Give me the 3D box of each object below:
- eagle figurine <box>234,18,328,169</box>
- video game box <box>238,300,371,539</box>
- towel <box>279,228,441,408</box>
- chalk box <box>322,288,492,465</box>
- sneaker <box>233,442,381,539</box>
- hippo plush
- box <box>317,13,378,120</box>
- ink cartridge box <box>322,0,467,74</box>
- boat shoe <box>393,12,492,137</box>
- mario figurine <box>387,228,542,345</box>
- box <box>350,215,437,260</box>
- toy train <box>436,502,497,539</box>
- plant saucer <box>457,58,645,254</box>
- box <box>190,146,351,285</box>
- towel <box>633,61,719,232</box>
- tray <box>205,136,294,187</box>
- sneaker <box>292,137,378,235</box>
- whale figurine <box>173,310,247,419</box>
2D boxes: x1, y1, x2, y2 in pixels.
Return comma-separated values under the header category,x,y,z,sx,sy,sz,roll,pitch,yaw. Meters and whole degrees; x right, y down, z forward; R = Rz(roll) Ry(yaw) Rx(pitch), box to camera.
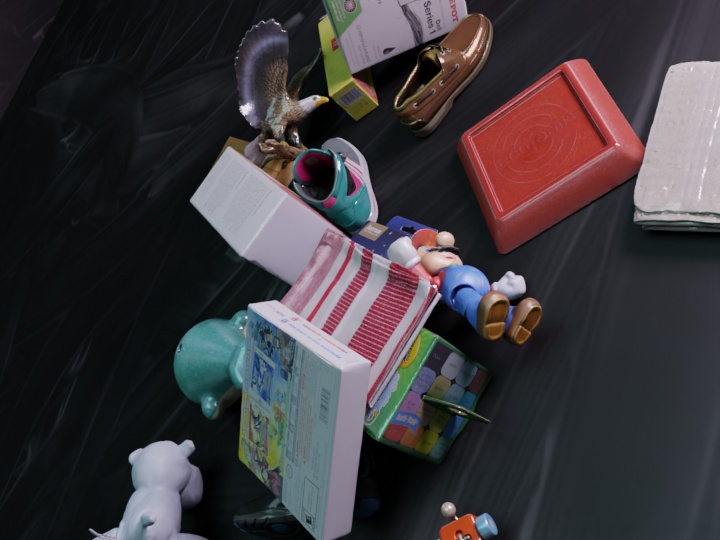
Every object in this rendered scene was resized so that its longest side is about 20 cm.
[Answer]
category,x,y,z,sx,sy,sz,roll,pitch,yaw
eagle figurine,-0.119,-0.268,1.101,0.152,0.150,0.202,128,133,-72
video game box,-0.068,0.157,0.752,0.182,0.047,0.202,25,115,45
towel,-0.015,0.044,0.767,0.200,0.023,0.145,29,87,47
chalk box,0.050,0.125,0.765,0.200,0.125,0.125,30,87,48
sneaker,-0.063,0.268,0.831,0.199,0.073,0.082,-22,44,20
hippo plush,-0.288,0.315,0.922,0.158,0.201,0.162,-17,44,8
box,-0.022,-0.345,1.142,0.050,0.075,0.201,-29,49,26
ink cartridge box,0.048,-0.403,1.016,0.199,0.146,0.085,-22,51,3
boat shoe,0.119,-0.290,0.987,0.072,0.068,0.201,24,82,48
mario figurine,0.110,0.000,0.774,0.106,0.124,0.200,-42,38,-10
box,0.000,0.000,0.904,0.200,0.032,0.121,-46,28,-9
toy train,0.070,0.334,0.679,0.200,0.056,0.151,-38,45,14
plant saucer,0.216,-0.150,0.842,0.199,0.037,0.201,-33,47,23
box,-0.133,-0.073,1.024,0.107,0.152,0.200,-53,44,3
towel,0.361,-0.129,0.703,0.132,0.034,0.201,8,71,43
tray,-0.196,-0.173,1.224,0.199,0.037,0.099,24,83,47
sneaker,-0.049,-0.147,1.015,0.083,0.121,0.201,-37,46,19
whale figurine,-0.198,0.125,0.970,0.200,0.103,0.160,-14,55,62
